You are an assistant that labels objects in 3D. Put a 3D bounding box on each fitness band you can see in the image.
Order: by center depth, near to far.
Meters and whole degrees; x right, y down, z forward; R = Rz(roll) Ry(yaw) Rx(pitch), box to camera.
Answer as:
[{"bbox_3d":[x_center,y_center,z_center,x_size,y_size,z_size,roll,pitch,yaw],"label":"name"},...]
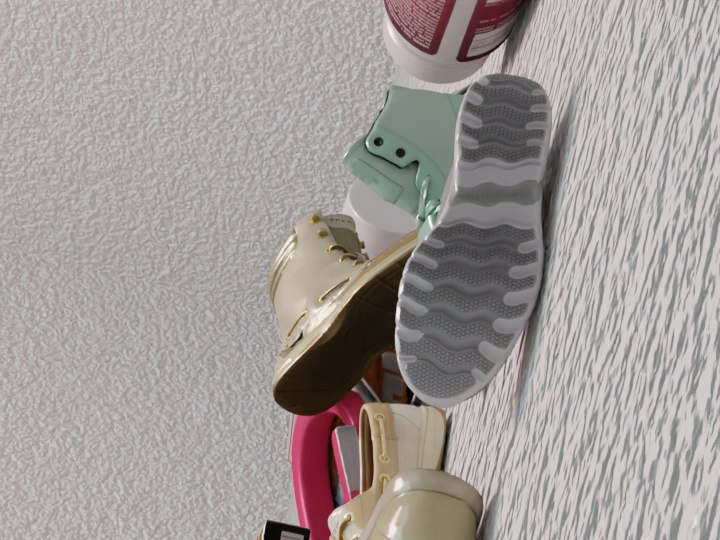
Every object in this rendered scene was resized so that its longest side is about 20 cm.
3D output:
[{"bbox_3d":[-0.012,0.192,1.270,0.144,0.037,0.202,127,136,-62],"label":"fitness band"}]

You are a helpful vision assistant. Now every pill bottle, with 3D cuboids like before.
[{"bbox_3d":[0.078,-0.234,1.268,0.200,0.113,0.115,112,171,-68],"label":"pill bottle"},{"bbox_3d":[0.008,0.011,1.528,0.113,0.111,0.201,-79,3,-48],"label":"pill bottle"}]

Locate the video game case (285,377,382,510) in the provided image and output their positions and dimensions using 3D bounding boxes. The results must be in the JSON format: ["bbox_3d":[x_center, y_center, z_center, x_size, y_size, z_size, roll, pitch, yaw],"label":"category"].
[{"bbox_3d":[-0.016,0.146,1.335,0.200,0.017,0.145,-129,41,-55],"label":"video game case"}]

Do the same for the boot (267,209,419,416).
[{"bbox_3d":[0.000,0.000,1.262,0.200,0.072,0.155,-43,32,24],"label":"boot"}]

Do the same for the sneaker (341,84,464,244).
[{"bbox_3d":[0.038,-0.026,1.040,0.074,0.117,0.202,113,169,-63],"label":"sneaker"}]

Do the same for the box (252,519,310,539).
[{"bbox_3d":[-0.076,0.287,1.124,0.110,0.034,0.202,120,161,-60],"label":"box"}]

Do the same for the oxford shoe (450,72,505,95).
[{"bbox_3d":[0.078,-0.108,1.255,0.200,0.057,0.076,136,150,-82],"label":"oxford shoe"}]

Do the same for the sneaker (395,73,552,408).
[{"bbox_3d":[0.073,-0.009,0.919,0.082,0.074,0.202,79,-153,-61],"label":"sneaker"}]

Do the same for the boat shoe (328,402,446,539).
[{"bbox_3d":[0.011,0.175,1.093,0.074,0.068,0.201,107,176,-48],"label":"boat shoe"}]

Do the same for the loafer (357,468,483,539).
[{"bbox_3d":[0.013,0.195,0.911,0.069,0.075,0.201,-70,-3,-51],"label":"loafer"}]

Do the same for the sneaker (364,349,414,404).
[{"bbox_3d":[0.025,0.057,1.372,0.077,0.077,0.202,-61,-11,-62],"label":"sneaker"}]
